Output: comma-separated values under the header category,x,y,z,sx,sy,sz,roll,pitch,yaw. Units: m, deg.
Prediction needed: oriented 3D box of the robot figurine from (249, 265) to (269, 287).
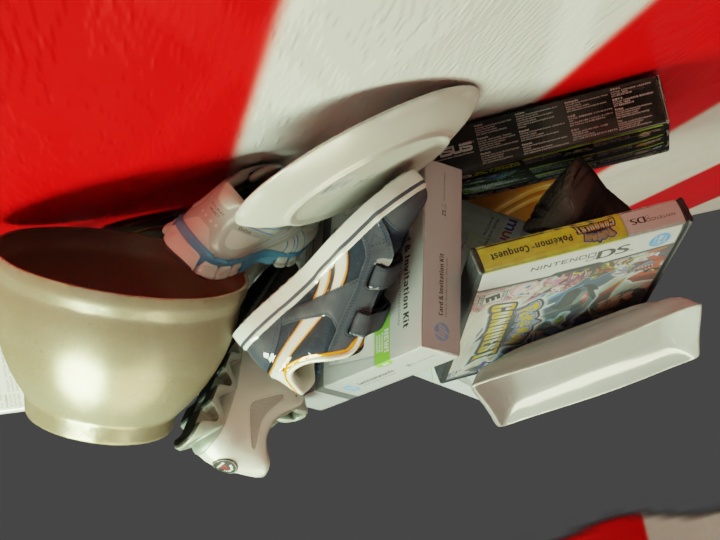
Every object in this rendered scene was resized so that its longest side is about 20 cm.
category,x,y,z,sx,sy,sz,roll,pitch,yaw
robot figurine,-0.056,-0.001,1.453,0.169,0.113,0.200,-26,171,18

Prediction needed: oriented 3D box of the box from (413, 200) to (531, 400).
category,x,y,z,sx,sy,sz,roll,pitch,yaw
box,0.084,0.027,1.330,0.176,0.097,0.200,19,151,17

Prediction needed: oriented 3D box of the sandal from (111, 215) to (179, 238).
category,x,y,z,sx,sy,sz,roll,pitch,yaw
sandal,-0.134,-0.028,1.261,0.199,0.055,0.082,-12,175,-12

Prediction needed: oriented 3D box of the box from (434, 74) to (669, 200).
category,x,y,z,sx,sy,sz,roll,pitch,yaw
box,0.164,-0.109,1.210,0.199,0.048,0.193,-13,173,12

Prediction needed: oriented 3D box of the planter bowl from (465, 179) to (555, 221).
category,x,y,z,sx,sy,sz,roll,pitch,yaw
planter bowl,0.138,-0.029,1.441,0.200,0.084,0.200,-32,166,-9

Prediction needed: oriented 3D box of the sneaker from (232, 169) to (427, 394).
category,x,y,z,sx,sy,sz,roll,pitch,yaw
sneaker,-0.006,0.012,1.069,0.200,0.079,0.078,-45,174,25

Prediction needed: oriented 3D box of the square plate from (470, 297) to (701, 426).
category,x,y,z,sx,sy,sz,roll,pitch,yaw
square plate,0.199,0.078,1.233,0.199,0.029,0.198,-21,160,6

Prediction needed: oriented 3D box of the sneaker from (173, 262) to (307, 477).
category,x,y,z,sx,sy,sz,roll,pitch,yaw
sneaker,-0.079,0.082,1.167,0.088,0.201,0.074,31,147,-16

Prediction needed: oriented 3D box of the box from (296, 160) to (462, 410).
category,x,y,z,sx,sy,sz,roll,pitch,yaw
box,0.009,0.017,1.153,0.041,0.157,0.200,16,156,-31

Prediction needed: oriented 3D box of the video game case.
category,x,y,z,sx,sy,sz,roll,pitch,yaw
video game case,0.160,0.021,1.153,0.180,0.026,0.200,-14,153,-14

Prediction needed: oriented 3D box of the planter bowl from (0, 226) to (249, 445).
category,x,y,z,sx,sy,sz,roll,pitch,yaw
planter bowl,-0.196,0.055,1.113,0.199,0.135,0.200,10,-166,-2

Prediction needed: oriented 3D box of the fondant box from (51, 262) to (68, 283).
category,x,y,z,sx,sy,sz,roll,pitch,yaw
fondant box,-0.357,0.022,1.233,0.199,0.059,0.144,-13,176,-13

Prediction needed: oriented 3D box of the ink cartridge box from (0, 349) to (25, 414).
category,x,y,z,sx,sy,sz,roll,pitch,yaw
ink cartridge box,-0.259,0.074,1.352,0.199,0.085,0.146,-9,-172,7

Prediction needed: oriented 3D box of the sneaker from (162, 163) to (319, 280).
category,x,y,z,sx,sy,sz,roll,pitch,yaw
sneaker,-0.072,-0.050,1.134,0.087,0.075,0.200,-47,172,24

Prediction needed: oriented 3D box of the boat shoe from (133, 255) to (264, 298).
category,x,y,z,sx,sy,sz,roll,pitch,yaw
boat shoe,-0.151,0.032,1.230,0.200,0.072,0.069,-48,163,4

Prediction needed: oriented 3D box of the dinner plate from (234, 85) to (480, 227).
category,x,y,z,sx,sy,sz,roll,pitch,yaw
dinner plate,0.002,-0.074,1.018,0.200,0.024,0.200,-27,171,-4

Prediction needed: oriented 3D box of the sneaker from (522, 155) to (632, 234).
category,x,y,z,sx,sy,sz,roll,pitch,yaw
sneaker,0.197,-0.041,1.176,0.076,0.091,0.200,-54,167,15
